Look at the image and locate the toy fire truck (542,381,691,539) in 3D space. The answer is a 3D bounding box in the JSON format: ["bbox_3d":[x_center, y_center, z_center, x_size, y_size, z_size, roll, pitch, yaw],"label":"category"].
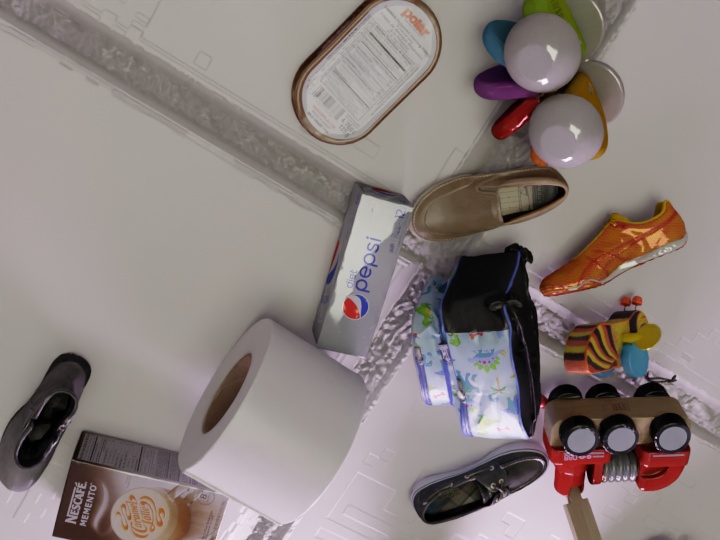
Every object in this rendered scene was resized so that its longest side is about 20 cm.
[{"bbox_3d":[0.325,0.263,1.160,0.174,0.129,0.202,-1,115,-1],"label":"toy fire truck"}]

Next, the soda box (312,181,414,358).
[{"bbox_3d":[0.000,0.000,1.102,0.068,0.063,0.202,13,106,-13],"label":"soda box"}]

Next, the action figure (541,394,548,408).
[{"bbox_3d":[0.315,0.219,1.224,0.199,0.052,0.066,31,96,-11],"label":"action figure"}]

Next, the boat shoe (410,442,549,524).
[{"bbox_3d":[0.166,0.293,1.222,0.198,0.057,0.069,-20,109,-1],"label":"boat shoe"}]

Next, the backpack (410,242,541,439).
[{"bbox_3d":[0.144,0.097,1.097,0.146,0.183,0.202,-6,114,19],"label":"backpack"}]

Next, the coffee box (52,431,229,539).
[{"bbox_3d":[-0.274,0.291,1.148,0.198,0.080,0.115,15,105,-12],"label":"coffee box"}]

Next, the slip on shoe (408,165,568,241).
[{"bbox_3d":[0.156,-0.079,1.099,0.198,0.061,0.077,-11,109,-4],"label":"slip on shoe"}]

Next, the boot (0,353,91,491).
[{"bbox_3d":[-0.391,0.201,1.076,0.069,0.132,0.201,24,103,-15],"label":"boot"}]

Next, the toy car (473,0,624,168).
[{"bbox_3d":[0.204,-0.213,1.030,0.149,0.175,0.201,-9,114,34],"label":"toy car"}]

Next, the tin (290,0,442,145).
[{"bbox_3d":[0.008,-0.231,1.045,0.200,0.042,0.112,-44,112,7],"label":"tin"}]

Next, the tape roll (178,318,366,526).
[{"bbox_3d":[-0.104,0.177,1.072,0.139,0.203,0.203,33,101,-17],"label":"tape roll"}]

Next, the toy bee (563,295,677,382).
[{"bbox_3d":[0.328,0.085,1.165,0.130,0.200,0.110,-3,80,28],"label":"toy bee"}]

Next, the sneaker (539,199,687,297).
[{"bbox_3d":[0.311,-0.025,1.145,0.199,0.073,0.078,-27,87,-3],"label":"sneaker"}]
